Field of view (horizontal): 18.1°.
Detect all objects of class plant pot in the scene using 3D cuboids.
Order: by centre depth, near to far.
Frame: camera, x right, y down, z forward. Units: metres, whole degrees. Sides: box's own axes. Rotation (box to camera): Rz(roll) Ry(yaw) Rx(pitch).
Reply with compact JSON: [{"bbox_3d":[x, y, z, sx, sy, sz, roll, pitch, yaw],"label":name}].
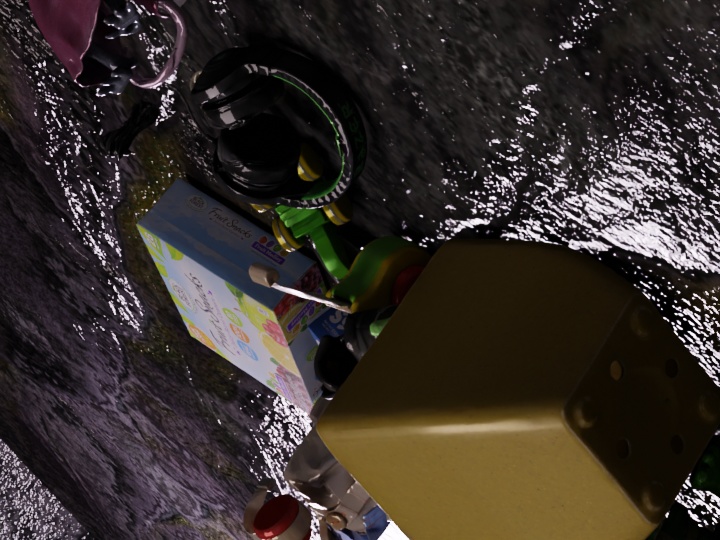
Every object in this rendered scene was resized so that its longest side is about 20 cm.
[{"bbox_3d":[0.132,0.101,1.563,0.199,0.195,0.196,-8,129,52],"label":"plant pot"}]

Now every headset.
[{"bbox_3d":[-0.092,-0.101,1.662,0.199,0.094,0.124,11,131,32],"label":"headset"}]

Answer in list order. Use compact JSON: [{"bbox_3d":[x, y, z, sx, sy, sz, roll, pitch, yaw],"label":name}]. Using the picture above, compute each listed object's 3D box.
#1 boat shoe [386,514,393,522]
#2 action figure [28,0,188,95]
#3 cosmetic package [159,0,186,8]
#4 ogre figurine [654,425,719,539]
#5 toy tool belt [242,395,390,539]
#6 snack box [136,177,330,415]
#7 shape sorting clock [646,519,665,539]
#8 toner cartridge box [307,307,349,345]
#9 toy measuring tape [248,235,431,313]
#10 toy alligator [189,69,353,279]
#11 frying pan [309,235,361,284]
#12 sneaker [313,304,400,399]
[{"bbox_3d":[0.069,0.116,1.690,0.059,0.201,0.072,24,133,-1],"label":"boat shoe"},{"bbox_3d":[-0.211,-0.225,1.549,0.200,0.134,0.149,47,-153,20],"label":"action figure"},{"bbox_3d":[-0.204,-0.283,1.587,0.150,0.052,0.200,27,157,44],"label":"cosmetic package"},{"bbox_3d":[0.274,0.188,1.589,0.119,0.201,0.098,27,-159,7],"label":"ogre figurine"},{"bbox_3d":[-0.001,0.194,2.014,0.124,0.200,0.123,-3,134,51],"label":"toy tool belt"},{"bbox_3d":[-0.100,0.027,2.048,0.168,0.068,0.200,32,158,27],"label":"snack box"},{"bbox_3d":[0.172,0.219,1.725,0.200,0.200,0.039,48,144,-19],"label":"shape sorting clock"},{"bbox_3d":[0.034,0.112,1.854,0.200,0.043,0.095,46,170,48],"label":"toner cartridge box"},{"bbox_3d":[0.000,0.000,1.721,0.199,0.074,0.073,19,-178,-44],"label":"toy measuring tape"},{"bbox_3d":[-0.062,-0.083,1.756,0.201,0.059,0.054,54,-157,-15],"label":"toy alligator"},{"bbox_3d":[0.022,0.032,1.815,0.190,0.031,0.115,41,168,43],"label":"frying pan"},{"bbox_3d":[0.004,0.073,1.717,0.083,0.077,0.200,5,152,-7],"label":"sneaker"}]
